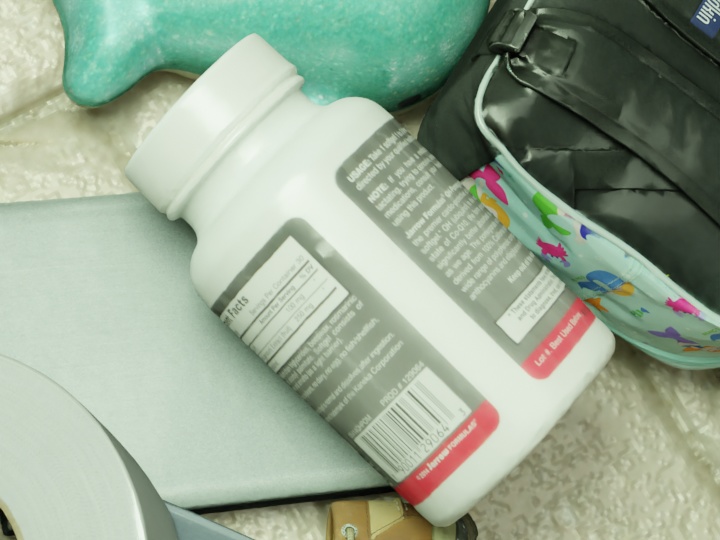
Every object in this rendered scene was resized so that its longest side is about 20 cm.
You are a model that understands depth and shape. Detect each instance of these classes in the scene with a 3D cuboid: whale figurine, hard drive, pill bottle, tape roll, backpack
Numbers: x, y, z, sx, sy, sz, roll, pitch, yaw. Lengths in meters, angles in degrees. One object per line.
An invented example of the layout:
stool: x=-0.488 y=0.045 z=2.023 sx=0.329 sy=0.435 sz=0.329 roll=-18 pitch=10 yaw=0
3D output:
whale figurine: x=-0.037 y=-0.128 z=1.151 sx=0.198 sy=0.104 sz=0.160 roll=-9 pitch=78 yaw=-15
hard drive: x=-0.063 y=0.034 z=1.140 sx=0.198 sy=0.033 sz=0.141 roll=-5 pitch=77 yaw=-15
pill bottle: x=0.000 y=0.000 z=1.088 sx=0.200 sy=0.111 sz=0.111 roll=44 pitch=70 yaw=1
tape roll: x=-0.169 y=0.133 z=1.031 sx=0.199 sy=0.066 sz=0.202 roll=-4 pitch=72 yaw=11
backpack: x=0.138 y=-0.056 z=1.149 sx=0.199 sy=0.151 sz=0.178 roll=33 pitch=68 yaw=-5

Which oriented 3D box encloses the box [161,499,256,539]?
box: x=-0.034 y=0.197 z=1.038 sx=0.199 sy=0.051 sz=0.159 roll=22 pitch=79 yaw=23

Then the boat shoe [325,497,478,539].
boat shoe: x=-0.002 y=0.190 z=1.099 sx=0.073 sy=0.076 sz=0.201 roll=13 pitch=65 yaw=-5
